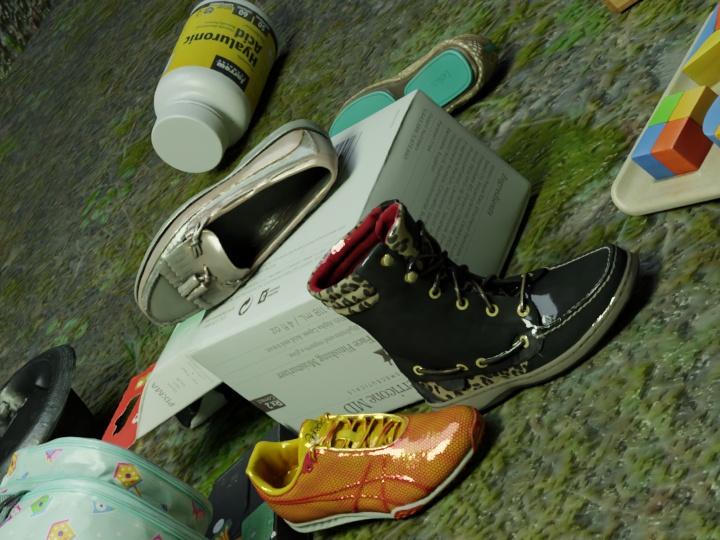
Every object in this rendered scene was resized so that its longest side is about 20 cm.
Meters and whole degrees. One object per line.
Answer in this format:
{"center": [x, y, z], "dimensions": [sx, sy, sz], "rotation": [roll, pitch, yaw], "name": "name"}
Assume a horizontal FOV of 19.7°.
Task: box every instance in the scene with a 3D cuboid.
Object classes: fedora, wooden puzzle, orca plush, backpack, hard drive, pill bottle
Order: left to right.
{"center": [-0.307, 0.168, 2.006], "dimensions": [0.200, 0.091, 0.201], "rotation": [-42, 23, 22], "name": "fedora"}
{"center": [-0.185, 0.209, 1.469], "dimensions": [0.200, 0.176, 0.154], "rotation": [-7, 52, 56], "name": "backpack"}
{"center": [-0.165, -0.204, 2.298], "dimensions": [0.111, 0.111, 0.201], "rotation": [-33, 28, 39], "name": "pill bottle"}
{"center": [-0.096, 0.220, 1.559], "dimensions": [0.140, 0.038, 0.200], "rotation": [-44, 21, 20], "name": "hard drive"}
{"center": [-0.110, 0.052, 1.818], "dimensions": [0.200, 0.071, 0.105], "rotation": [-39, 24, 29], "name": "orca plush"}
{"center": [0.259, -0.129, 1.386], "dimensions": [0.186, 0.046, 0.200], "rotation": [-58, 22, -18], "name": "wooden puzzle"}

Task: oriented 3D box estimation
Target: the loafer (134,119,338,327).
{"center": [-0.095, -0.030, 1.563], "dimensions": [0.200, 0.072, 0.063], "rotation": [-45, 29, 9], "name": "loafer"}

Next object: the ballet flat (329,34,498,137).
{"center": [0.053, -0.153, 1.853], "dimensions": [0.200, 0.071, 0.065], "rotation": [-25, 5, 44], "name": "ballet flat"}

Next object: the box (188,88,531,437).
{"center": [0.000, 0.000, 1.590], "dimensions": [0.199, 0.131, 0.201], "rotation": [-25, 34, 50], "name": "box"}

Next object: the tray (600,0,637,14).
{"center": [0.253, -0.306, 1.708], "dimensions": [0.098, 0.037, 0.201], "rotation": [-32, 27, 42], "name": "tray"}

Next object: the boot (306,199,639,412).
{"center": [0.073, 0.011, 1.393], "dimensions": [0.200, 0.150, 0.073], "rotation": [-33, 27, 40], "name": "boot"}

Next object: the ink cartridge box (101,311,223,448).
{"center": [-0.156, 0.070, 1.735], "dimensions": [0.200, 0.050, 0.161], "rotation": [-32, 18, 26], "name": "ink cartridge box"}

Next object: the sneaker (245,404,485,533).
{"center": [-0.001, 0.132, 1.444], "dimensions": [0.199, 0.077, 0.073], "rotation": [-22, 33, 34], "name": "sneaker"}
